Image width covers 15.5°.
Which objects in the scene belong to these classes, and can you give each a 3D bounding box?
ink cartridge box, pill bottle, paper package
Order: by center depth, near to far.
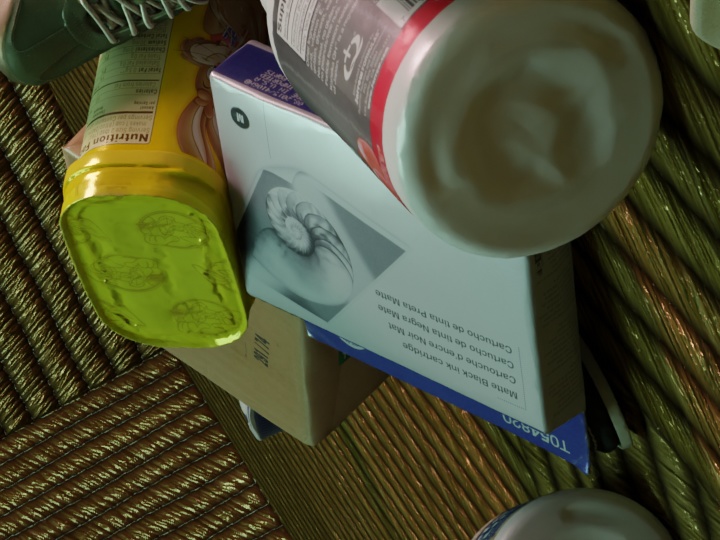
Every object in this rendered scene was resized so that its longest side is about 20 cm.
[{"bbox_3d":[0.028,-0.093,1.043,0.200,0.111,0.111,49,166,56],"label":"pill bottle"},{"bbox_3d":[0.020,0.003,1.298,0.199,0.041,0.200,24,141,34],"label":"ink cartridge box"},{"bbox_3d":[0.109,0.181,1.462,0.111,0.111,0.200,61,172,5],"label":"pill bottle"},{"bbox_3d":[-0.069,-0.014,1.573,0.190,0.104,0.200,33,156,19],"label":"paper package"}]

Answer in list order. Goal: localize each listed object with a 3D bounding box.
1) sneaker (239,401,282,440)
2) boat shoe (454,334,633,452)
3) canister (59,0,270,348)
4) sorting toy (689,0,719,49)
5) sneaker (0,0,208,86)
[{"bbox_3d":[-0.097,0.051,2.477,0.115,0.080,0.200,-122,15,-49],"label":"sneaker"},{"bbox_3d":[0.074,0.045,1.384,0.199,0.066,0.075,52,166,49],"label":"boat shoe"},{"bbox_3d":[-0.094,-0.082,1.412,0.149,0.086,0.200,75,-161,-56],"label":"canister"},{"bbox_3d":[0.149,-0.040,0.735,0.200,0.036,0.185,57,171,25],"label":"sorting toy"},{"bbox_3d":[-0.100,-0.161,1.322,0.067,0.200,0.090,48,176,-41],"label":"sneaker"}]
